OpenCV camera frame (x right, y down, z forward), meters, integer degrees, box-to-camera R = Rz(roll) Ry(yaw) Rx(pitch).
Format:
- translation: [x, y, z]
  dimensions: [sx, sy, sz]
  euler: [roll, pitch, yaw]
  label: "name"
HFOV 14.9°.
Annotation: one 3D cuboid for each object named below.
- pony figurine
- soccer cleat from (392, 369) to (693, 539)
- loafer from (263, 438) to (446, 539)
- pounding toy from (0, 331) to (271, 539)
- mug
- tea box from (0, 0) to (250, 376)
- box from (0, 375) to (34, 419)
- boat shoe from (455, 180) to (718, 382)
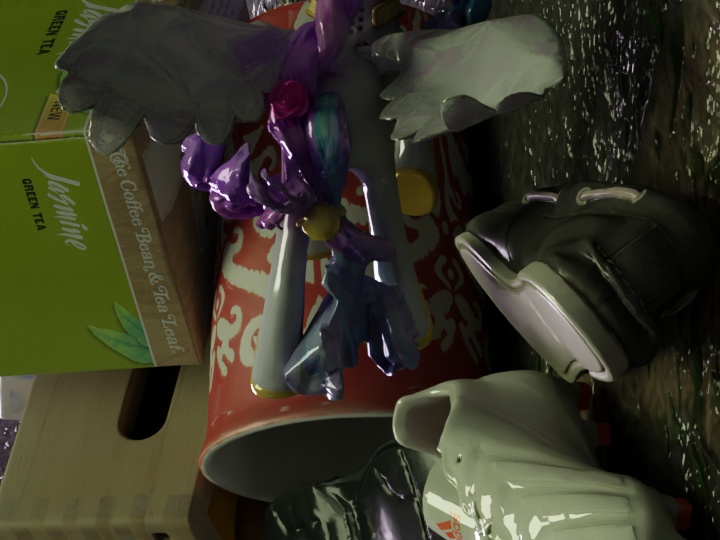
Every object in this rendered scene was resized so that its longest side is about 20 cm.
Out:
- translation: [-0.010, -0.057, 0.965]
  dimensions: [0.193, 0.166, 0.200]
  euler: [-78, -10, -58]
  label: "pony figurine"
- translation: [0.065, 0.091, 0.974]
  dimensions: [0.200, 0.078, 0.069]
  euler: [-121, 31, -67]
  label: "soccer cleat"
- translation: [0.036, 0.103, 1.152]
  dimensions: [0.200, 0.072, 0.073]
  euler: [-13, 86, 57]
  label: "loafer"
- translation: [-0.065, 0.125, 1.305]
  dimensions: [0.184, 0.142, 0.200]
  euler: [65, -151, -45]
  label: "pounding toy"
- translation: [-0.011, -0.001, 1.244]
  dimensions: [0.178, 0.133, 0.200]
  euler: [118, 152, -66]
  label: "mug"
- translation: [-0.159, -0.060, 1.281]
  dimensions: [0.200, 0.197, 0.134]
  euler: [-77, -21, -52]
  label: "tea box"
- translation: [-0.084, 0.009, 1.420]
  dimensions: [0.113, 0.200, 0.101]
  euler: [96, 174, -45]
  label: "box"
- translation: [0.081, 0.000, 0.973]
  dimensions: [0.067, 0.057, 0.200]
  euler: [53, 177, -7]
  label: "boat shoe"
